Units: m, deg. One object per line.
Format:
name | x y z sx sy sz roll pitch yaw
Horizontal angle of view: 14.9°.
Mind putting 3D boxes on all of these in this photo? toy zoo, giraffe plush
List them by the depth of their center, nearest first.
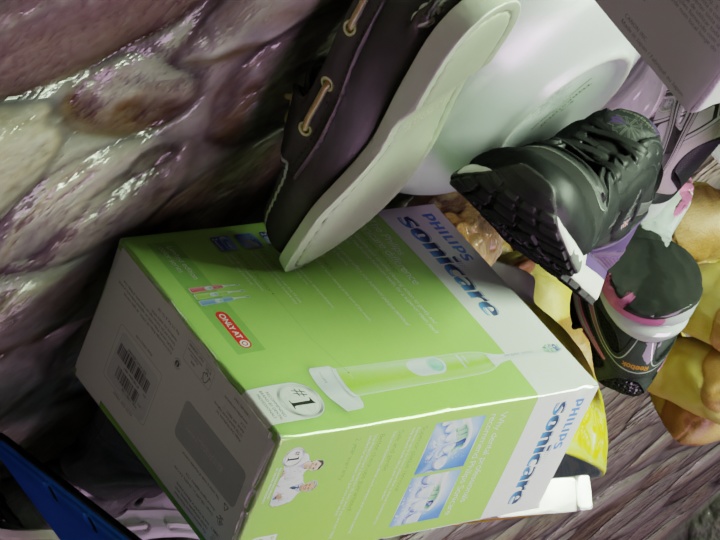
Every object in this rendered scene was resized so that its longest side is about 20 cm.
toy zoo | 0.034 0.129 1.502 0.199 0.021 0.131 -2 173 -30
giraffe plush | 0.142 0.026 1.724 0.161 0.200 0.173 -12 131 -23

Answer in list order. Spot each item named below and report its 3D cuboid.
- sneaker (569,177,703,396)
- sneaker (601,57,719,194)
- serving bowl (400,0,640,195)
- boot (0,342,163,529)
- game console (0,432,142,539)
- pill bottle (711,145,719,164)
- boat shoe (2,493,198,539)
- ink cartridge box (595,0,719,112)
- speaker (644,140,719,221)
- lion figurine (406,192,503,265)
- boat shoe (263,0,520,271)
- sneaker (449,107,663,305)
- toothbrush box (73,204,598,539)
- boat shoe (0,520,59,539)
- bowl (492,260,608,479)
sneaker | 0.147 -0.003 1.608 0.200 0.080 0.087 -82 -173 -58
sneaker | 0.180 -0.119 1.427 0.200 0.087 0.076 -51 -156 40
serving bowl | 0.079 -0.100 1.339 0.200 0.066 0.200 -35 164 -11
boot | -0.136 0.096 1.434 0.131 0.070 0.200 -29 157 7
game console | -0.062 0.143 1.330 0.170 0.200 0.119 -10 110 -28
pill bottle | 0.292 -0.136 1.644 0.200 0.111 0.111 -44 164 25
boat shoe | -0.152 0.160 1.580 0.200 0.065 0.074 -19 157 -51
ink cartridge box | 0.130 -0.178 1.028 0.050 0.161 0.200 -26 161 -37
speaker | 0.186 -0.117 1.515 0.081 0.081 0.200 -23 159 -44
lion figurine | 0.000 0.000 1.448 0.123 0.073 0.200 -46 161 16
boat shoe | 0.002 -0.076 1.238 0.072 0.061 0.201 -31 165 -43
sneaker | 0.101 -0.048 1.320 0.088 0.076 0.200 -53 169 0
toothbrush box | -0.012 0.051 1.317 0.199 0.146 0.086 -9 134 -39
boat shoe | -0.216 0.145 1.374 0.200 0.067 0.072 34 64 -62
bowl | 0.055 0.050 1.610 0.200 0.199 0.108 54 47 -76
